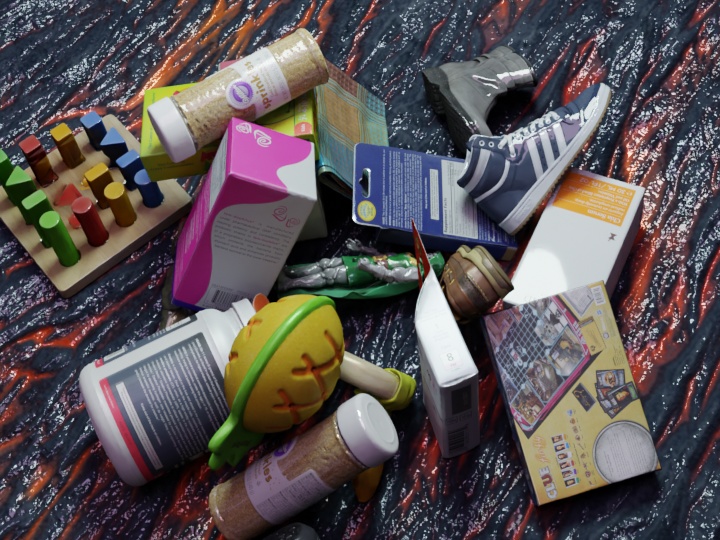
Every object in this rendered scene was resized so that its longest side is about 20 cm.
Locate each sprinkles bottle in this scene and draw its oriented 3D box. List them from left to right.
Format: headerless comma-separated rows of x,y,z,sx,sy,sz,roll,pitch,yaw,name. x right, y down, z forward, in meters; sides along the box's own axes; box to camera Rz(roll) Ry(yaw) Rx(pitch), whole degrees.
-0.134,-0.193,1.339,0.199,0.069,0.068,-30,57,-10,sprinkles bottle
-0.058,0.202,1.220,0.199,0.068,0.069,-34,53,19,sprinkles bottle

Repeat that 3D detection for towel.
-0.010,-0.163,1.479,0.022,0.146,0.202,-29,49,30,towel

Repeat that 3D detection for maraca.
-0.086,0.110,1.197,0.107,0.137,0.201,35,98,20,maraca

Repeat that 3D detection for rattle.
-0.049,0.131,1.308,0.198,0.130,0.144,23,103,4,rattle

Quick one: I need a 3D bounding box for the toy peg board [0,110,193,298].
-0.348,-0.108,1.510,0.198,0.098,0.200,-37,59,-16,toy peg board

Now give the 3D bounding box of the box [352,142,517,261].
0.084,-0.082,1.432,0.197,0.033,0.122,9,56,-11,box

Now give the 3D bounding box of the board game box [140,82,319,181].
-0.149,-0.167,1.395,0.197,0.048,0.103,-7,56,5,board game box

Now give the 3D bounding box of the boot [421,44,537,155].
0.162,-0.219,1.504,0.130,0.070,0.201,-19,41,-4,boot

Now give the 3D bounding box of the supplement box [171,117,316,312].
-0.130,-0.051,1.344,0.100,0.201,0.104,16,41,-18,supplement box

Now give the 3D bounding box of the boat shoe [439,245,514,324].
0.111,0.019,1.309,0.067,0.200,0.072,-39,89,-3,boat shoe

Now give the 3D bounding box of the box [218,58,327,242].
-0.107,-0.147,1.481,0.107,0.128,0.202,-9,56,3,box

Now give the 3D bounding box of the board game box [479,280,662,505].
0.215,0.126,1.258,0.134,0.035,0.202,-15,81,-2,board game box

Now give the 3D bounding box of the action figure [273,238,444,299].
0.000,0.000,1.398,0.197,0.055,0.118,-5,22,-10,action figure

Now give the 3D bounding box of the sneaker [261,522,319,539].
-0.110,0.327,1.199,0.199,0.083,0.072,-29,13,13,sneaker

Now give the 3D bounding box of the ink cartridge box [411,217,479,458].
0.072,0.073,1.286,0.056,0.163,0.201,-21,57,-7,ink cartridge box

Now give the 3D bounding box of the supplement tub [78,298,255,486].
-0.186,0.128,1.301,0.198,0.141,0.141,-25,56,-8,supplement tub

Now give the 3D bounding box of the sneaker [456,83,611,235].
0.192,-0.151,1.387,0.108,0.070,0.201,36,94,-2,sneaker

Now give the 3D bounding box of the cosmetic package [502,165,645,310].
0.242,-0.012,1.375,0.100,0.072,0.201,18,61,19,cosmetic package

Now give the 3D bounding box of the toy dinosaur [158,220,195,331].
-0.202,0.037,1.426,0.087,0.048,0.202,2,59,17,toy dinosaur
